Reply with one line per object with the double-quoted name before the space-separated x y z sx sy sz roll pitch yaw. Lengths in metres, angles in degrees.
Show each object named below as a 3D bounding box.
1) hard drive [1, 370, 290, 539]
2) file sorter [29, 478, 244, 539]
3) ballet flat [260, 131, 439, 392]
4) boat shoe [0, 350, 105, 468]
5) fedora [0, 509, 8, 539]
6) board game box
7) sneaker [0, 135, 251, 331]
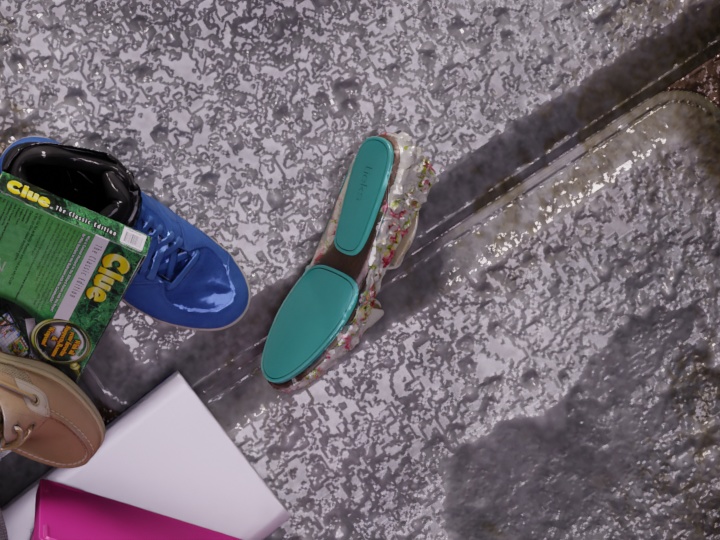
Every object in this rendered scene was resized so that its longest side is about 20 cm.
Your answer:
"hard drive" -0.167 0.184 1.282 0.200 0.025 0.132 -38 101 -5
"file sorter" -0.137 0.242 1.212 0.199 0.139 0.126 19 95 -12
"ballet flat" 0.000 0.000 1.279 0.064 0.076 0.200 22 97 -45
"boat shoe" -0.244 0.089 1.182 0.071 0.065 0.200 -29 136 25
"fedora" -0.301 0.185 1.114 0.200 0.090 0.177 59 43 -47
"board game box" -0.221 0.029 1.199 0.105 0.023 0.200 26 129 -10
"sneaker" -0.156 -0.020 1.222 0.200 0.111 0.077 38 87 -12
